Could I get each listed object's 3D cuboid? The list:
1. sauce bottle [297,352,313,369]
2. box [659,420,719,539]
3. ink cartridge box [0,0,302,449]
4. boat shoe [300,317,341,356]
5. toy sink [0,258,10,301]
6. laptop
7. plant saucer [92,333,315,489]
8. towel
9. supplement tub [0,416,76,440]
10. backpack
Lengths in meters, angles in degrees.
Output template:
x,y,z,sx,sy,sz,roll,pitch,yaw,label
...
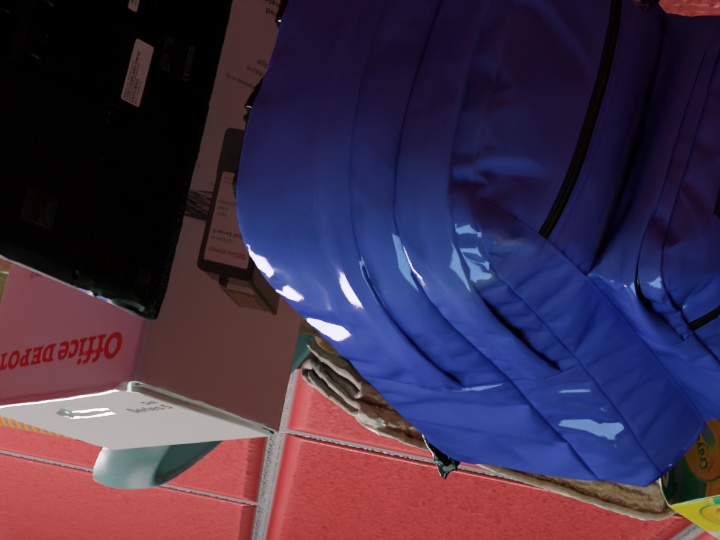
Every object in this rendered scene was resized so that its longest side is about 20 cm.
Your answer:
x,y,z,sx,sy,sz,roll,pitch,yaw,label
-0.064,0.031,1.360,0.066,0.066,0.200,-2,157,36,sauce bottle
0.203,0.083,1.049,0.048,0.118,0.200,-15,150,32,box
-0.091,-0.024,0.967,0.084,0.201,0.145,22,160,-33,ink cartridge box
0.000,0.000,1.033,0.072,0.066,0.200,2,170,8,boat shoe
-0.186,-0.004,1.218,0.198,0.131,0.112,10,163,9,toy sink
-0.166,-0.091,0.837,0.199,0.179,0.103,25,159,-37,laptop
-0.067,0.054,1.145,0.027,0.200,0.200,44,166,9,plant saucer
0.069,0.086,1.160,0.199,0.035,0.132,20,-176,-21,towel
-0.190,0.056,1.428,0.198,0.123,0.123,11,163,1,supplement tub
0.065,-0.036,0.719,0.167,0.164,0.200,-5,149,36,backpack
